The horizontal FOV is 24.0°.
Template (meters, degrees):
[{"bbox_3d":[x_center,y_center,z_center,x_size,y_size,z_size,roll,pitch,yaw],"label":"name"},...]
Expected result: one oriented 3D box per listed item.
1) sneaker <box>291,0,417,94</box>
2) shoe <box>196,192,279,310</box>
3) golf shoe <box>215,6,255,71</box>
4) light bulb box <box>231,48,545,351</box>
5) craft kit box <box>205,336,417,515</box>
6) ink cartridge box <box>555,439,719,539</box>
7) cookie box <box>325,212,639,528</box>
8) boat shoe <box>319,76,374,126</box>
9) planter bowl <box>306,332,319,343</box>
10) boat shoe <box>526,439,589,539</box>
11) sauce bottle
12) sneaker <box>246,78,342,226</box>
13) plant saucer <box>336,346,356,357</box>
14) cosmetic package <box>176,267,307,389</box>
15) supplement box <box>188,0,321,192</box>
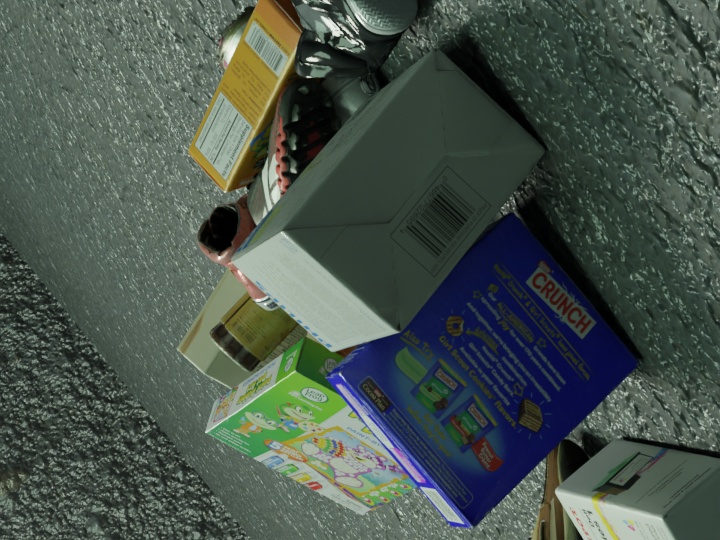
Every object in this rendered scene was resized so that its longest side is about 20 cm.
[{"bbox_3d":[-0.043,-0.229,1.392,0.200,0.075,0.114,44,140,22],"label":"sneaker"},{"bbox_3d":[-0.118,-0.045,1.739,0.091,0.071,0.201,45,-166,-30],"label":"shoe"},{"bbox_3d":[-0.078,-0.182,1.645,0.092,0.073,0.200,39,168,25],"label":"golf shoe"},{"bbox_3d":[0.016,-0.051,1.378,0.125,0.199,0.200,42,165,-7],"label":"light bulb box"},{"bbox_3d":[-0.024,0.158,1.673,0.199,0.049,0.197,29,143,-18],"label":"craft kit box"},{"bbox_3d":[0.271,0.233,1.450,0.145,0.084,0.200,58,164,-10],"label":"ink cartridge box"},{"bbox_3d":[0.101,0.083,1.400,0.171,0.200,0.075,49,167,-4],"label":"cookie box"},{"bbox_3d":[-0.012,-0.125,1.584,0.069,0.072,0.200,54,154,11],"label":"boat shoe"},{"bbox_3d":[0.016,0.095,1.785,0.200,0.134,0.201,47,162,20],"label":"planter bowl"},{"bbox_3d":[0.187,0.253,1.573,0.076,0.074,0.201,38,-143,-37],"label":"boat shoe"},{"bbox_3d":[-0.068,0.016,1.758,0.065,0.200,0.065,45,-179,-1],"label":"sauce bottle"},{"bbox_3d":[-0.063,-0.087,1.541,0.098,0.071,0.202,32,135,41],"label":"sneaker"},{"bbox_3d":[0.000,0.000,1.602,0.200,0.037,0.202,34,135,42],"label":"plant saucer"},{"bbox_3d":[-0.099,0.035,1.844,0.105,0.201,0.071,34,180,-40],"label":"cosmetic package"},{"bbox_3d":[-0.086,-0.165,1.545,0.069,0.066,0.200,49,133,18],"label":"supplement box"}]
